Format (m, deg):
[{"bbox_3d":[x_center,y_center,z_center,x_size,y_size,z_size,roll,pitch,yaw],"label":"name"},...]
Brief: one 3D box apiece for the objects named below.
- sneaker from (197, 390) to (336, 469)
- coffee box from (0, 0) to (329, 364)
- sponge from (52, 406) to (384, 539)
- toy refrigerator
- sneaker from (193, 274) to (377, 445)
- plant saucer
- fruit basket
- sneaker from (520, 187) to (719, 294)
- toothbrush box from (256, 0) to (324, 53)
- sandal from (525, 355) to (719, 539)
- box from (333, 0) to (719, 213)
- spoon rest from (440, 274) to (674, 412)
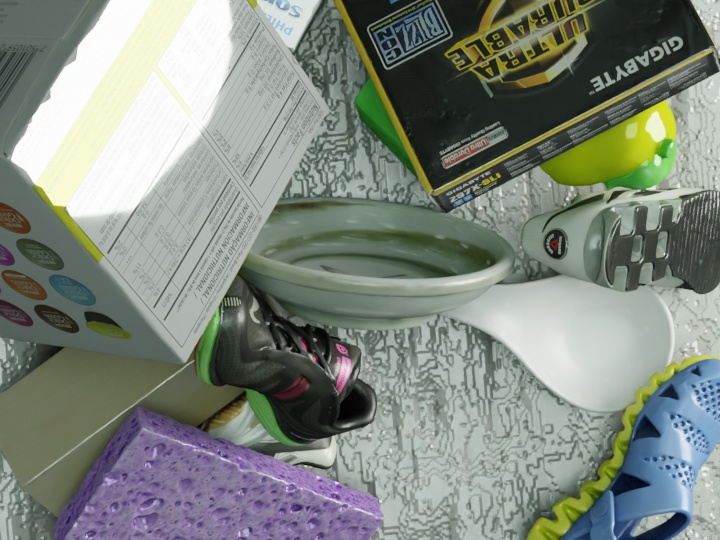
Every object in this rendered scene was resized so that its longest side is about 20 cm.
[{"bbox_3d":[-0.105,0.152,1.510,0.200,0.076,0.088,-35,102,2],"label":"sneaker"},{"bbox_3d":[-0.177,-0.087,1.322,0.198,0.200,0.200,53,55,-42],"label":"coffee box"},{"bbox_3d":[-0.092,0.169,1.475,0.200,0.030,0.112,24,112,-30],"label":"sponge"},{"bbox_3d":[-0.145,0.074,1.488,0.200,0.070,0.076,-37,54,0],"label":"toy refrigerator"},{"bbox_3d":[-0.045,0.052,1.400,0.084,0.200,0.077,-5,67,21],"label":"sneaker"},{"bbox_3d":[0.000,0.000,1.456,0.200,0.200,0.050,4,107,-5],"label":"plant saucer"},{"bbox_3d":[0.121,-0.120,1.480,0.216,0.156,0.216,0,87,2],"label":"fruit basket"},{"bbox_3d":[0.182,-0.025,1.502,0.088,0.200,0.074,11,95,37],"label":"sneaker"},{"bbox_3d":[-0.036,-0.243,1.470,0.085,0.146,0.200,29,88,-4],"label":"toothbrush box"},{"bbox_3d":[0.203,0.150,1.522,0.079,0.087,0.200,33,92,-35],"label":"sandal"},{"bbox_3d":[0.103,-0.152,1.401,0.200,0.049,0.160,-27,70,7],"label":"box"},{"bbox_3d":[0.120,0.036,1.533,0.200,0.061,0.099,15,90,-4],"label":"spoon rest"}]
